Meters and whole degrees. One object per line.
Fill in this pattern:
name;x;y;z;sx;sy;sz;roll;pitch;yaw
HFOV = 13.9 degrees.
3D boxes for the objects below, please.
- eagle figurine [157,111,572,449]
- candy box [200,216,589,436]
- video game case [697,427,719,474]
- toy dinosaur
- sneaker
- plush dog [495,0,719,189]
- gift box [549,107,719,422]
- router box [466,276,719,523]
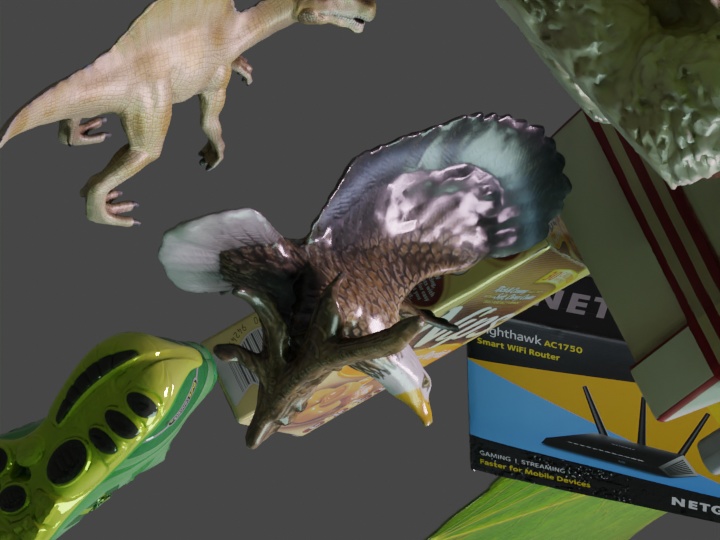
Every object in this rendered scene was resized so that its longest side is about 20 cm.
eagle figurine;0.002;0.007;1.459;0.151;0.152;0.200;8;-146;21
candy box;0.022;0.020;1.639;0.199;0.056;0.115;-29;167;12
video game case;0.288;0.038;1.478;0.199;0.022;0.182;-11;160;-47
toy dinosaur;-0.086;-0.071;1.127;0.199;0.058;0.101;-26;155;-39
sneaker;-0.146;0.100;1.581;0.083;0.074;0.200;-4;154;-49
plush dog;0.125;-0.147;1.102;0.172;0.161;0.200;-41;-166;3
gift box;0.236;-0.038;1.545;0.199;0.188;0.185;-17;164;-31
router box;0.165;0.076;1.776;0.199;0.051;0.150;11;138;14
